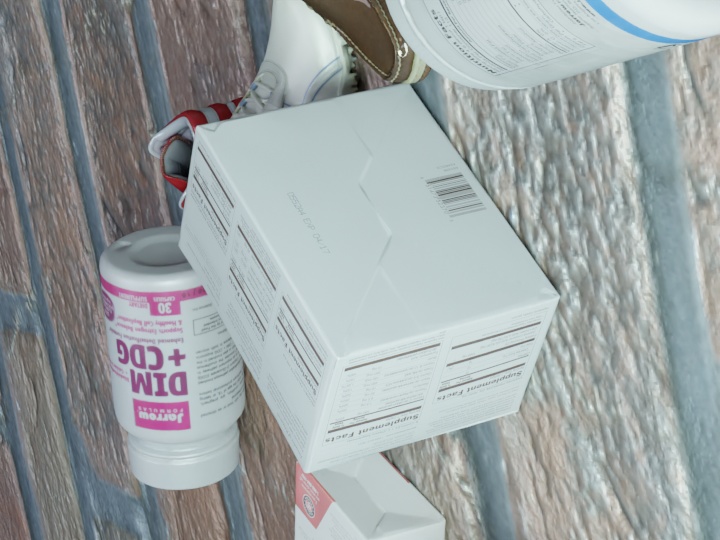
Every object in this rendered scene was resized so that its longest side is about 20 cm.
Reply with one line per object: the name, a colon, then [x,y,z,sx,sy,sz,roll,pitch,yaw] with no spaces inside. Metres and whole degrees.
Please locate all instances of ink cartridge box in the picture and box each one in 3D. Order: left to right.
ink cartridge box: [0.004,0.244,1.410,0.116,0.067,0.201,43,138,51]

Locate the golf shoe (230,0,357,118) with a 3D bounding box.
golf shoe: [-0.055,-0.105,1.319,0.078,0.097,0.201,32,129,59]

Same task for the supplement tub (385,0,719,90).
supplement tub: [0.106,-0.161,0.904,0.200,0.131,0.133,-6,97,66]

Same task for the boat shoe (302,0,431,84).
boat shoe: [-0.025,-0.191,1.232,0.203,0.075,0.075,58,150,34]

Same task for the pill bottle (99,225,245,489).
pill bottle: [-0.154,0.074,1.601,0.113,0.113,0.201,35,134,55]

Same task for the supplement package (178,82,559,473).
supplement package: [0.000,0.000,1.183,0.200,0.155,0.111,58,149,34]

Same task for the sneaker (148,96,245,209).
sneaker: [-0.103,-0.050,1.427,0.071,0.112,0.201,55,148,38]
